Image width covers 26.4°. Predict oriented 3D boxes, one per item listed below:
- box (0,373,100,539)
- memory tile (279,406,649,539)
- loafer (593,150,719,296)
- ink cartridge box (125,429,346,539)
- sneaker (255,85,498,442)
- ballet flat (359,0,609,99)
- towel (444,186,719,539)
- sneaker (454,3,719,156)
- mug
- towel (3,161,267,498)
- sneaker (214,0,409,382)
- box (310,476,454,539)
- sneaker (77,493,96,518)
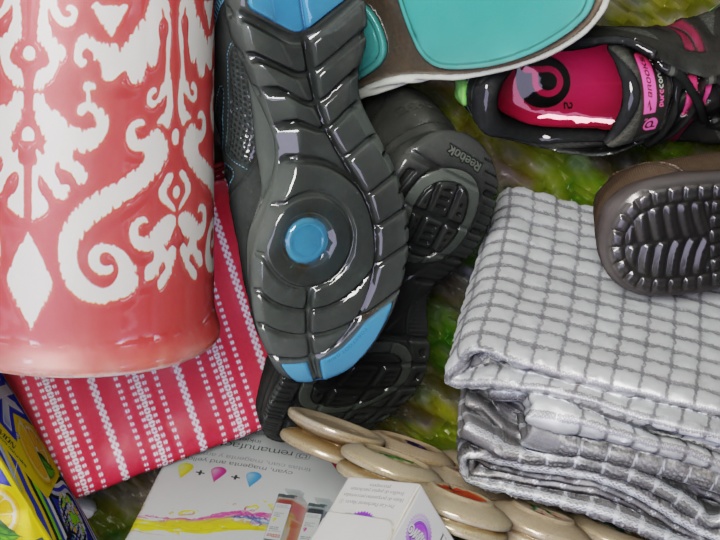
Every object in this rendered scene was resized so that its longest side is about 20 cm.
[{"bbox_3d":[-0.196,0.079,0.711,0.069,0.064,0.201,-25,109,4],"label":"box"},{"bbox_3d":[0.070,0.109,0.732,0.199,0.153,0.017,18,92,-35],"label":"memory tile"},{"bbox_3d":[0.197,-0.034,0.715,0.198,0.071,0.074,0,113,-14],"label":"loafer"},{"bbox_3d":[-0.049,0.191,0.788,0.144,0.200,0.146,9,115,5],"label":"ink cartridge box"},{"bbox_3d":[0.000,0.000,0.759,0.075,0.091,0.201,12,121,-31],"label":"sneaker"},{"bbox_3d":[0.027,-0.116,0.700,0.198,0.070,0.070,-15,111,31],"label":"ballet flat"},{"bbox_3d":[0.139,0.053,0.716,0.198,0.166,0.086,13,121,3],"label":"towel"},{"bbox_3d":[0.141,-0.081,0.699,0.198,0.084,0.078,-6,114,12],"label":"sneaker"},{"bbox_3d":[-0.126,-0.079,0.647,0.132,0.177,0.202,-1,107,-19],"label":"mug"},{"bbox_3d":[-0.112,0.033,0.774,0.198,0.022,0.146,-20,109,-14],"label":"towel"},{"bbox_3d":[-0.027,-0.052,0.676,0.072,0.082,0.202,-9,106,-20],"label":"sneaker"},{"bbox_3d":[0.043,0.170,0.657,0.041,0.039,0.201,0,132,38],"label":"box"},{"bbox_3d":[-0.175,0.055,0.827,0.080,0.075,0.202,4,120,-5],"label":"sneaker"}]
